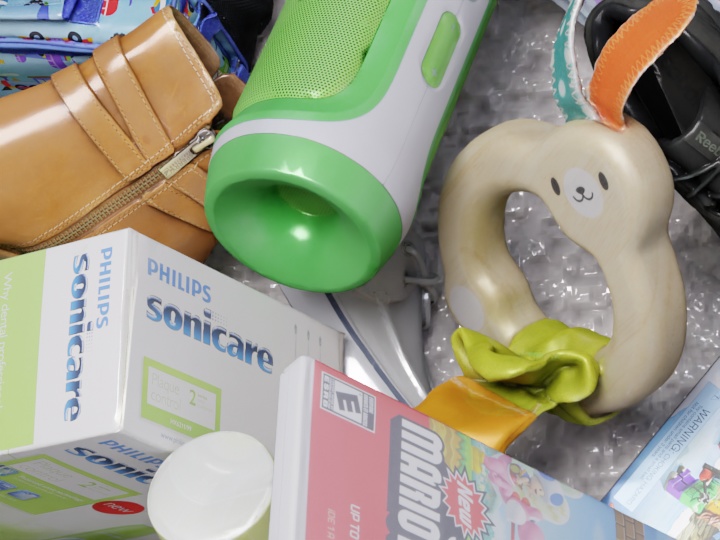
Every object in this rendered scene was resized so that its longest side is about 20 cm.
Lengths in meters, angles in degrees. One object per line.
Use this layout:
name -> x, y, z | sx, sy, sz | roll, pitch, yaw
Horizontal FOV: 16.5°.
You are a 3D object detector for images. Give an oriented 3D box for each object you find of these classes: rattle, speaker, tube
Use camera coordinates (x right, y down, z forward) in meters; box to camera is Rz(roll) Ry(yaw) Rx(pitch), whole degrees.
rattle -> 0.053, -0.010, 0.962 | 0.142, 0.200, 0.131 | -15, 56, -22
speaker -> 0.005, -0.091, 1.020 | 0.088, 0.089, 0.201 | 11, 54, 16
tube -> -0.025, 0.138, 0.973 | 0.058, 0.200, 0.052 | 10, 57, 26

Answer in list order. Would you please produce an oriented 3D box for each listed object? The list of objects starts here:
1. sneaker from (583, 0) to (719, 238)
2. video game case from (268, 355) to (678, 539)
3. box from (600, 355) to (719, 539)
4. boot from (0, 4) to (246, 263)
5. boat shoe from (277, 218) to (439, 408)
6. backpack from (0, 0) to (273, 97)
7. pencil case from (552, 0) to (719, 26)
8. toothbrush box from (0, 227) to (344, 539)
sneaker -> 0.158, -0.036, 1.001 | 0.200, 0.091, 0.076 | 44, 104, 11
video game case -> 0.050, 0.129, 0.917 | 0.017, 0.199, 0.144 | -39, 35, 38
box -> 0.192, 0.093, 1.028 | 0.136, 0.038, 0.200 | 37, 81, 22
boot -> -0.136, -0.057, 1.040 | 0.155, 0.200, 0.077 | -38, 26, 18
boat shoe -> 0.000, 0.000, 1.085 | 0.065, 0.074, 0.201 | -31, 67, 3
backpack -> -0.139, -0.157, 1.105 | 0.181, 0.200, 0.135 | 5, 70, 13
pencil case -> 0.109, -0.149, 1.115 | 0.200, 0.083, 0.091 | 41, 96, 22
toothbrush box -> -0.127, 0.060, 1.015 | 0.199, 0.145, 0.087 | -14, 65, 31
